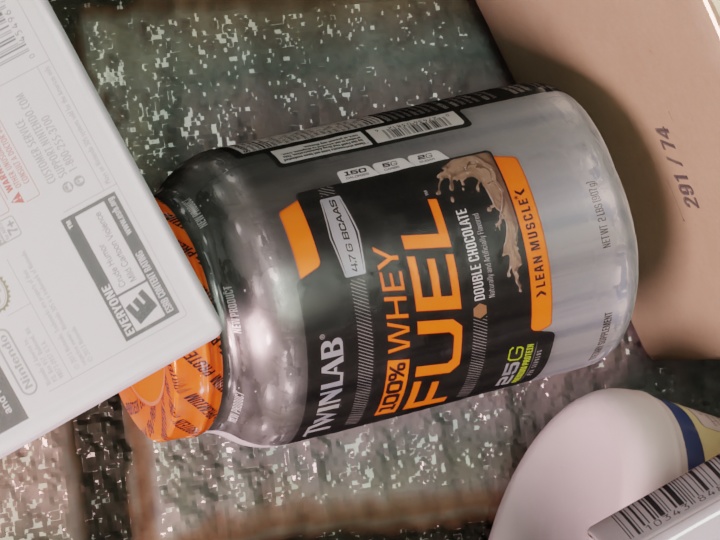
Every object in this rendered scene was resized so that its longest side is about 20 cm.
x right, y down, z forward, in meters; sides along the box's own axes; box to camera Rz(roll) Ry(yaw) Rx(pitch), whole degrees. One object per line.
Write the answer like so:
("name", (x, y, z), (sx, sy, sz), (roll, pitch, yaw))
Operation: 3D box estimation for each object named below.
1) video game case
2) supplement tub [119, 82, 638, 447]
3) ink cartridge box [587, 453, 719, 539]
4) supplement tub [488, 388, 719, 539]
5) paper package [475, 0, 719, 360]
("video game case", (-0.175, -0.021, 1.085), (0.182, 0.023, 0.200), (-29, 97, -12))
("supplement tub", (0.000, 0.000, 1.201), (0.200, 0.123, 0.123), (-14, 94, -21))
("ink cartridge box", (0.214, 0.136, 1.161), (0.196, 0.043, 0.200), (-29, 115, -6))
("supplement tub", (0.166, 0.142, 1.249), (0.200, 0.145, 0.145), (18, 82, -20))
("paper package", (0.158, -0.067, 1.227), (0.103, 0.191, 0.200), (-31, 102, -22))
